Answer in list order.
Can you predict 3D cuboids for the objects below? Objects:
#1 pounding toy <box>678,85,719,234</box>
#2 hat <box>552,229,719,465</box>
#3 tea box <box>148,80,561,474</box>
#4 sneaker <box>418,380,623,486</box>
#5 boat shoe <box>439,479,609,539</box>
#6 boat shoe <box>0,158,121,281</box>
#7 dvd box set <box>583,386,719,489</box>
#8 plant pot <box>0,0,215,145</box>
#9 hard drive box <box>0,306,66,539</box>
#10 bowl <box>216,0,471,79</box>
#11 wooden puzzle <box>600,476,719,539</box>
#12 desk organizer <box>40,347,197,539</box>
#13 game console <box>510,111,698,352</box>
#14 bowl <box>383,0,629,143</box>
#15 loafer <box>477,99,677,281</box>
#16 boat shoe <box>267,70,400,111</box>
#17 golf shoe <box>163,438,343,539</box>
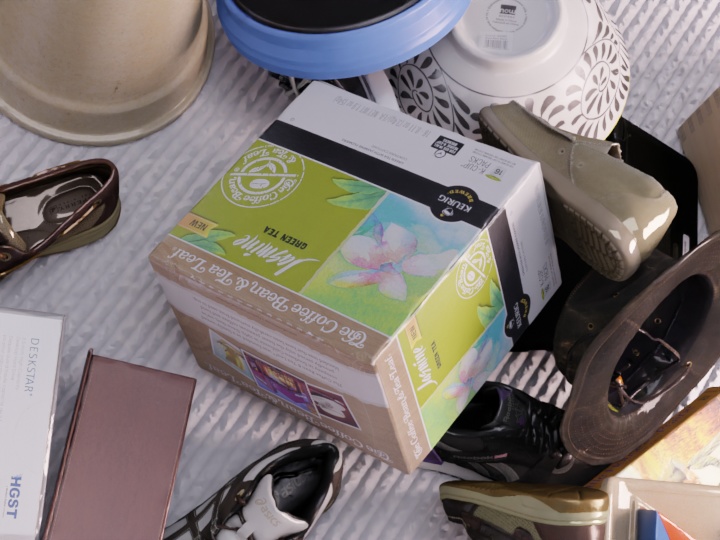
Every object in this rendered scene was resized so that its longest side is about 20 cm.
[{"bbox_3d":[0.392,-0.064,1.304,0.184,0.142,0.200,-8,71,-18],"label":"pounding toy"},{"bbox_3d":[0.194,0.037,1.150,0.200,0.201,0.081,-30,51,-24],"label":"hat"},{"bbox_3d":[0.000,0.000,1.130,0.200,0.134,0.197,23,60,31],"label":"tea box"},{"bbox_3d":[0.109,0.121,1.182,0.200,0.088,0.076,10,67,-12],"label":"sneaker"},{"bbox_3d":[0.104,0.177,1.104,0.073,0.200,0.065,4,83,-16],"label":"boat shoe"},{"bbox_3d":[-0.260,-0.028,1.145,0.200,0.072,0.072,-23,76,-21],"label":"boat shoe"},{"bbox_3d":[0.233,0.199,1.200,0.200,0.029,0.147,-32,95,-24],"label":"dvd box set"},{"bbox_3d":[-0.189,-0.219,1.179,0.200,0.184,0.201,6,68,-14],"label":"plant pot"},{"bbox_3d":[-0.304,0.097,1.068,0.200,0.077,0.156,8,78,-12],"label":"hard drive box"},{"bbox_3d":[-0.013,-0.227,1.218,0.200,0.039,0.201,-6,50,7],"label":"bowl"},{"bbox_3d":[0.257,0.247,1.160,0.200,0.046,0.186,8,80,-24],"label":"wooden puzzle"},{"bbox_3d":[-0.171,0.163,1.091,0.077,0.072,0.200,14,64,-8],"label":"desk organizer"},{"bbox_3d":[0.175,-0.015,1.293,0.176,0.116,0.200,25,61,-39],"label":"game console"},{"bbox_3d":[0.110,-0.176,1.251,0.200,0.094,0.201,-2,67,4],"label":"bowl"},{"bbox_3d":[0.152,-0.063,1.143,0.068,0.076,0.200,-28,43,-13],"label":"loafer"},{"bbox_3d":[-0.039,-0.162,1.261,0.068,0.072,0.200,-26,74,-23],"label":"boat shoe"},{"bbox_3d":[-0.088,0.182,1.101,0.078,0.095,0.200,42,66,2],"label":"golf shoe"}]
